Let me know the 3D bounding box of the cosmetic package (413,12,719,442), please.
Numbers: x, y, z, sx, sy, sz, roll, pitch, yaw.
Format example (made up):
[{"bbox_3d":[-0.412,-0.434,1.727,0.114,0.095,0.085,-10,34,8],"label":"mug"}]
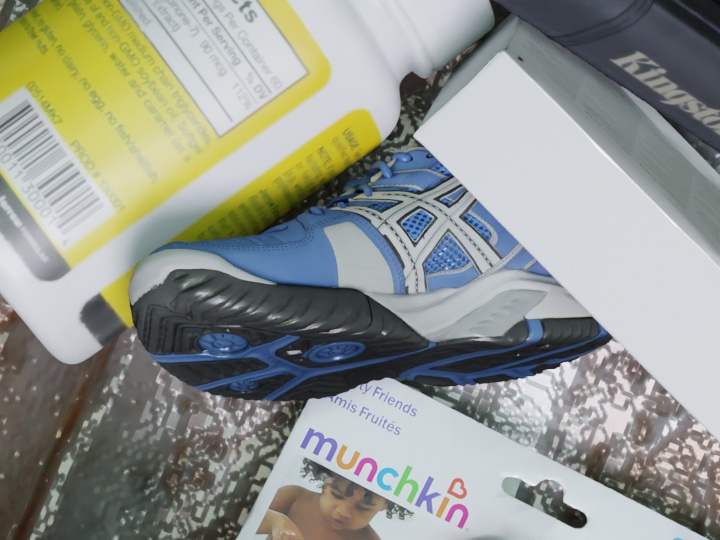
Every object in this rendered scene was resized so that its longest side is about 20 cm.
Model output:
[{"bbox_3d":[0.110,-0.004,0.917,0.200,0.083,0.051,45,111,-6],"label":"cosmetic package"}]

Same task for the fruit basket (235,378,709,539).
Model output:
[{"bbox_3d":[0.028,0.155,0.920,0.185,0.094,0.200,28,83,2],"label":"fruit basket"}]

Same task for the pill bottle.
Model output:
[{"bbox_3d":[-0.058,-0.067,0.925,0.200,0.114,0.114,-36,87,-3],"label":"pill bottle"}]

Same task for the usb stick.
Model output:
[{"bbox_3d":[0.114,-0.077,0.909,0.200,0.055,0.033,29,54,-34],"label":"usb stick"}]

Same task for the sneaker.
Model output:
[{"bbox_3d":[0.000,0.000,0.915,0.200,0.076,0.077,1,70,-41],"label":"sneaker"}]
